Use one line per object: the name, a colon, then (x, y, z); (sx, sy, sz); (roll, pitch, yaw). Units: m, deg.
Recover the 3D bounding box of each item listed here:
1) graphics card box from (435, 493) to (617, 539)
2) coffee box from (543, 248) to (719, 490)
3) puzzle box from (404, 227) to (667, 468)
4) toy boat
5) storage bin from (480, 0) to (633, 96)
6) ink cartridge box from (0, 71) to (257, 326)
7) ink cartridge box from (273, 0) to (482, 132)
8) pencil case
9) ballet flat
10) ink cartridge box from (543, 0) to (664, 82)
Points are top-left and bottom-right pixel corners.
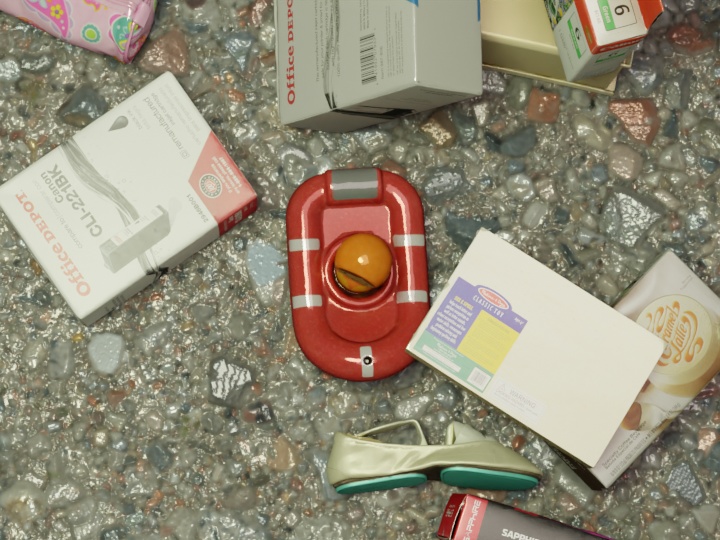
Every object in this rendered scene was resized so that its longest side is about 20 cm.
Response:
graphics card box: (0.174, 0.251, 1.577); (0.199, 0.125, 0.051); (19, 82, 0)
coffee box: (0.250, 0.093, 1.622); (0.200, 0.080, 0.114); (-44, 87, -7)
puzzle box: (0.156, 0.068, 1.569); (0.200, 0.025, 0.133); (33, 82, 4)
toy boat: (0.000, 0.000, 1.594); (0.130, 0.131, 0.201); (-4, 83, -3)
storage bin: (0.167, -0.290, 1.659); (0.199, 0.094, 0.199); (12, 82, -1)
ink cartridge box: (-0.215, -0.064, 1.613); (0.200, 0.084, 0.144); (-35, 87, -6)
ink cartridge box: (0.013, -0.214, 1.584); (0.084, 0.200, 0.145); (5, 81, -39)
pencil case: (-0.287, -0.267, 1.634); (0.199, 0.087, 0.088); (26, 82, -1)
ballet flat: (0.068, 0.168, 1.614); (0.199, 0.069, 0.070); (-1, 83, -3)
ink cartridge box: (0.203, -0.240, 1.506); (0.050, 0.200, 0.109); (-15, 84, -5)
